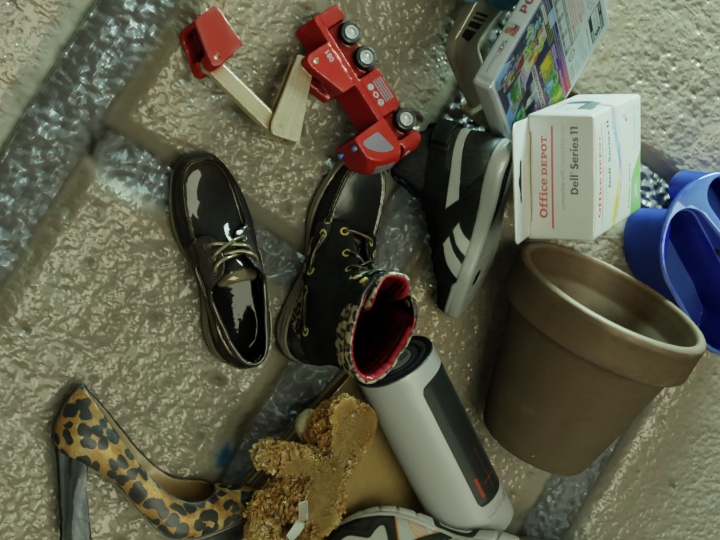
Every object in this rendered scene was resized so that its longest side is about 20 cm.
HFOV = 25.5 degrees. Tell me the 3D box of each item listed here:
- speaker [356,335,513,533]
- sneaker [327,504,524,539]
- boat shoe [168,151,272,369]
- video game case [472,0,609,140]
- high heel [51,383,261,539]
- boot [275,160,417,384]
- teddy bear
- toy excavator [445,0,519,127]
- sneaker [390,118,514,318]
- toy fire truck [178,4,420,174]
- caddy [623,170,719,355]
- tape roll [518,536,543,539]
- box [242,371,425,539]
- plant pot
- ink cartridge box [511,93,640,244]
[{"bbox_3d":[0.071,0.165,1.497,0.081,0.081,0.201,-33,113,-16],"label":"speaker"},{"bbox_3d":[0.062,0.274,1.470,0.198,0.080,0.074,6,123,12],"label":"sneaker"},{"bbox_3d":[-0.113,-0.007,1.398,0.074,0.073,0.202,-22,109,-21],"label":"boat shoe"},{"bbox_3d":[0.168,-0.201,1.450,0.183,0.023,0.200,-60,159,-10],"label":"video game case"},{"bbox_3d":[-0.172,0.165,1.407,0.198,0.071,0.144,-4,101,-22],"label":"high heel"},{"bbox_3d":[0.000,0.000,1.411,0.073,0.150,0.201,22,89,-28],"label":"boot"},{"bbox_3d":[-0.059,0.201,1.439,0.144,0.066,0.202,16,91,-45],"label":"teddy bear"},{"bbox_3d":[0.110,-0.258,1.458,0.194,0.100,0.201,32,99,-29],"label":"toy excavator"},{"bbox_3d":[0.076,-0.057,1.490,0.073,0.111,0.201,-46,156,-49],"label":"sneaker"},{"bbox_3d":[-0.051,-0.157,1.390,0.141,0.049,0.201,-36,97,-25],"label":"toy fire truck"},{"bbox_3d":[0.360,-0.009,1.612,0.141,0.105,0.201,-40,115,-15],"label":"caddy"},{"bbox_3d":[0.200,0.373,1.559,0.138,0.202,0.204,17,93,-27],"label":"tape roll"},{"bbox_3d":[0.006,0.206,1.529,0.164,0.021,0.200,-47,116,-11],"label":"box"},{"bbox_3d":[0.205,0.095,1.530,0.199,0.200,0.176,15,112,-28],"label":"plant pot"},{"bbox_3d":[0.204,-0.095,1.479,0.200,0.067,0.118,-28,118,-61],"label":"ink cartridge box"}]
